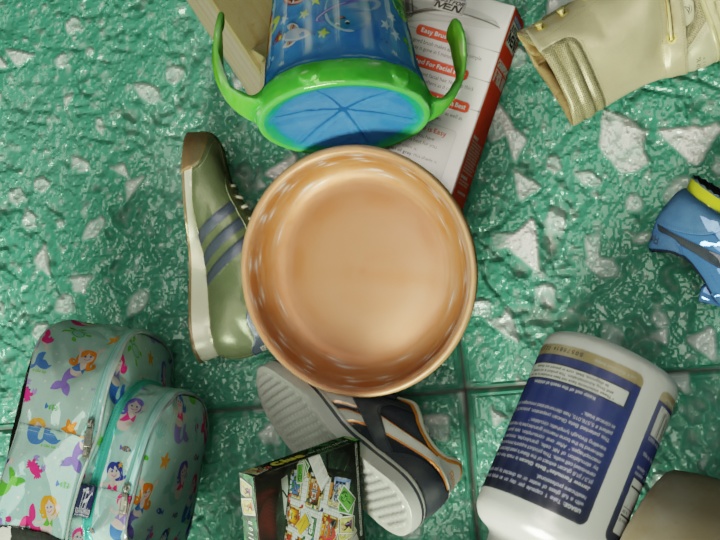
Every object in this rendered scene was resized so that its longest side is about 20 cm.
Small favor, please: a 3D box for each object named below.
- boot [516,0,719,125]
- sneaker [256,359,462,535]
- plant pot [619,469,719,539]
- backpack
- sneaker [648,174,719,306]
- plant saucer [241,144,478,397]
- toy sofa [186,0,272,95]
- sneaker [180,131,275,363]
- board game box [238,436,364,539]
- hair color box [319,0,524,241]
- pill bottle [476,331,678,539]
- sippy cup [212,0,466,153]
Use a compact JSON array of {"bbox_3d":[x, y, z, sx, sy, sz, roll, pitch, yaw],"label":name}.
[{"bbox_3d":[0.194,-0.234,0.897,0.154,0.073,0.202,-24,87,8],"label":"boot"},{"bbox_3d":[-0.002,0.135,0.929,0.200,0.079,0.079,38,138,31],"label":"sneaker"},{"bbox_3d":[0.280,0.235,0.802,0.173,0.200,0.201,27,94,32],"label":"plant pot"},{"bbox_3d":[-0.213,0.144,0.930,0.149,0.178,0.202,1,77,11],"label":"backpack"},{"bbox_3d":[0.317,0.011,0.860,0.199,0.066,0.079,37,107,14],"label":"sneaker"},{"bbox_3d":[0.000,0.000,0.898,0.198,0.037,0.202,2,96,18],"label":"plant saucer"},{"bbox_3d":[-0.101,-0.248,0.981,0.082,0.098,0.201,-31,78,-14],"label":"toy sofa"},{"bbox_3d":[-0.104,-0.023,0.971,0.089,0.067,0.202,-4,86,7],"label":"sneaker"},{"bbox_3d":[-0.039,0.237,0.856,0.023,0.104,0.202,9,106,47],"label":"board game box"},{"bbox_3d":[0.052,-0.134,0.934,0.110,0.064,0.202,20,93,16],"label":"hair color box"},{"bbox_3d":[0.154,0.158,0.842,0.110,0.111,0.201,22,77,15],"label":"pill bottle"},{"bbox_3d":[-0.016,-0.175,0.863,0.139,0.177,0.132,-18,68,42],"label":"sippy cup"}]
